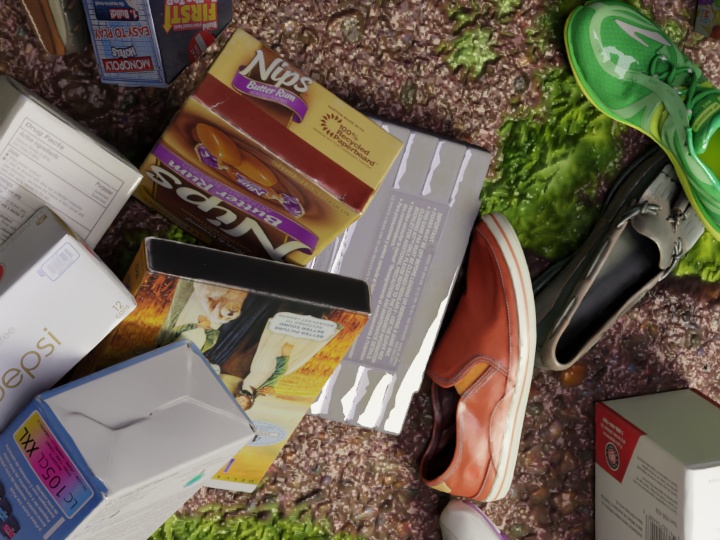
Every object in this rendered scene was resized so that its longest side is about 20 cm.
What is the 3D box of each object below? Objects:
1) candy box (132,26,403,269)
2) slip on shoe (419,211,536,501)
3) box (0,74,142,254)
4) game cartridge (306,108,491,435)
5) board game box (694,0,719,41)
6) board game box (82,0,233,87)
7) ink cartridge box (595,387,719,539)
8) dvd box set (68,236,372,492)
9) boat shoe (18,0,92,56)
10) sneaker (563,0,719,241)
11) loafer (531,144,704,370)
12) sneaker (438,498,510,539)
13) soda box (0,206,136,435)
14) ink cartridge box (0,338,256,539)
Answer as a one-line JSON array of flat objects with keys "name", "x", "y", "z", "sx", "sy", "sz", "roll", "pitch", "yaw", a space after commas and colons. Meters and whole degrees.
[{"name": "candy box", "x": -0.061, "y": -0.059, "z": 1.307, "sx": 0.116, "sy": 0.200, "sz": 0.057, "roll": 35, "pitch": 71, "yaw": -6}, {"name": "slip on shoe", "x": 0.076, "y": 0.060, "z": 1.478, "sx": 0.061, "sy": 0.074, "sz": 0.201, "roll": 1, "pitch": 109, "yaw": -17}, {"name": "box", "x": -0.229, "y": -0.008, "z": 1.341, "sx": 0.095, "sy": 0.078, "sz": 0.200, "roll": 35, "pitch": 91, "yaw": -25}, {"name": "game cartridge", "x": 0.000, "y": 0.000, "z": 1.453, "sx": 0.129, "sy": 0.038, "sz": 0.201, "roll": 14, "pitch": 99, "yaw": -27}, {"name": "board game box", "x": 0.338, "y": -0.197, "z": 1.483, "sx": 0.199, "sy": 0.103, "sz": 0.106, "roll": 0, "pitch": 105, "yaw": -21}, {"name": "board game box", "x": -0.100, "y": -0.212, "z": 1.311, "sx": 0.199, "sy": 0.061, "sz": 0.201, "roll": -11, "pitch": 104, "yaw": -46}, {"name": "ink cartridge box", "x": 0.225, "y": 0.200, "z": 1.529, "sx": 0.083, "sy": 0.144, "sz": 0.201, "roll": -6, "pitch": 107, "yaw": -18}, {"name": "dvd box set", "x": -0.098, "y": 0.063, "z": 1.372, "sx": 0.146, "sy": 0.030, "sz": 0.200, "roll": 12, "pitch": 137, "yaw": -22}, {"name": "boat shoe", "x": -0.203, "y": -0.224, "z": 1.300, "sx": 0.073, "sy": 0.076, "sz": 0.201, "roll": -3, "pitch": 115, "yaw": 23}, {"name": "sneaker", "x": 0.216, "y": -0.105, "z": 1.454, "sx": 0.074, "sy": 0.084, "sz": 0.200, "roll": -42, "pitch": 89, "yaw": -19}, {"name": "loafer", "x": 0.183, "y": -0.008, "z": 1.500, "sx": 0.200, "sy": 0.063, "sz": 0.072, "roll": -48, "pitch": 114, "yaw": -2}, {"name": "sneaker", "x": 0.077, "y": 0.255, "z": 1.527, "sx": 0.099, "sy": 0.075, "sz": 0.201, "roll": -20, "pitch": 110, "yaw": -15}, {"name": "soda box", "x": -0.226, "y": 0.058, "z": 1.279, "sx": 0.200, "sy": 0.068, "sz": 0.064, "roll": -43, "pitch": 115, "yaw": -4}, {"name": "ink cartridge box", "x": -0.175, "y": 0.138, "z": 1.321, "sx": 0.136, "sy": 0.076, "sz": 0.200, "roll": -20, "pitch": 159, "yaw": -50}]
